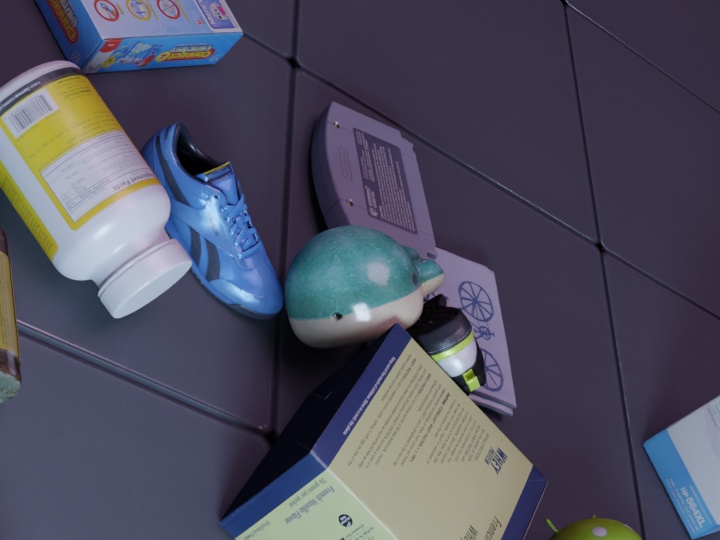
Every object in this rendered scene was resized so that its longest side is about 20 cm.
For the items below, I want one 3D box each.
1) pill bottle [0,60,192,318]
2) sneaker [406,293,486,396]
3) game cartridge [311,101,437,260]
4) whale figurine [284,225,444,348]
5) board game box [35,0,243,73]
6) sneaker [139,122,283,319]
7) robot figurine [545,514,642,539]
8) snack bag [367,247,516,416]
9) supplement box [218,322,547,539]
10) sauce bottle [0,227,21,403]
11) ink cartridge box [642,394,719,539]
[{"bbox_3d":[-0.229,-0.065,1.121,0.201,0.112,0.112,55,37,5],"label":"pill bottle"},{"bbox_3d":[0.074,0.080,1.272,0.083,0.071,0.200,61,-1,-8],"label":"sneaker"},{"bbox_3d":[0.010,-0.089,1.439,0.132,0.042,0.202,17,42,-27],"label":"game cartridge"},{"bbox_3d":[0.000,0.000,1.271,0.200,0.157,0.105,-48,125,-67],"label":"whale figurine"},{"bbox_3d":[-0.243,-0.299,1.351,0.195,0.056,0.201,-15,71,-50],"label":"board game box"},{"bbox_3d":[-0.130,-0.046,1.239,0.201,0.078,0.066,52,35,-1],"label":"sneaker"},{"bbox_3d":[0.236,0.327,1.272,0.174,0.115,0.202,7,54,-46],"label":"robot figurine"},{"bbox_3d":[0.077,0.048,1.421,0.198,0.021,0.190,21,45,-30],"label":"snack bag"},{"bbox_3d":[0.026,0.197,1.147,0.200,0.134,0.200,45,37,-6],"label":"supplement box"},{"bbox_3d":[-0.299,0.005,1.031,0.064,0.065,0.202,14,49,-38],"label":"sauce bottle"},{"bbox_3d":[0.454,0.200,1.535,0.128,0.200,0.126,-2,60,-46],"label":"ink cartridge box"}]
